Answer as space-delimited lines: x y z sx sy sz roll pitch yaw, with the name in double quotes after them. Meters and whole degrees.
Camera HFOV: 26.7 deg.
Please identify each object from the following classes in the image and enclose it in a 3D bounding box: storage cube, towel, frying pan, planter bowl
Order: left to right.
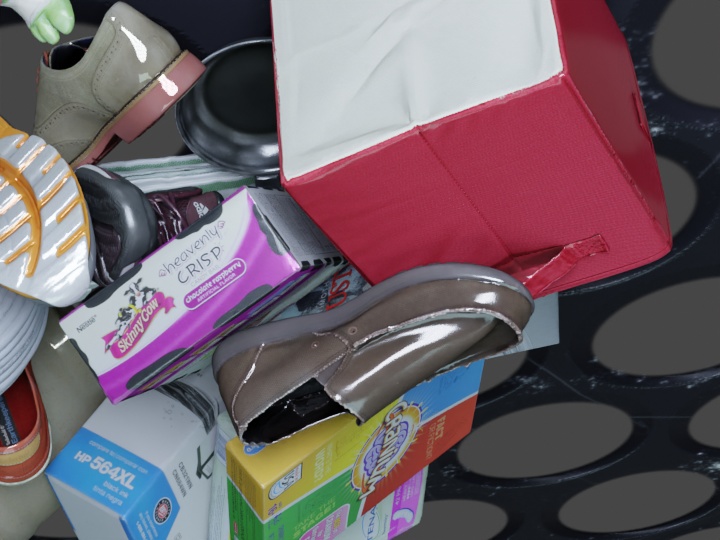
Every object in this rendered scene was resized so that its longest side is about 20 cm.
-0.261 0.085 1.143 0.134 0.201 0.201 -36 148 -2 "planter bowl"
-0.120 -0.028 1.129 0.147 0.031 0.201 -6 153 0 "towel"
-0.049 -0.085 1.005 0.114 0.031 0.191 -19 138 12 "frying pan"
0.063 -0.097 0.880 0.169 0.202 0.180 -19 143 20 "storage cube"

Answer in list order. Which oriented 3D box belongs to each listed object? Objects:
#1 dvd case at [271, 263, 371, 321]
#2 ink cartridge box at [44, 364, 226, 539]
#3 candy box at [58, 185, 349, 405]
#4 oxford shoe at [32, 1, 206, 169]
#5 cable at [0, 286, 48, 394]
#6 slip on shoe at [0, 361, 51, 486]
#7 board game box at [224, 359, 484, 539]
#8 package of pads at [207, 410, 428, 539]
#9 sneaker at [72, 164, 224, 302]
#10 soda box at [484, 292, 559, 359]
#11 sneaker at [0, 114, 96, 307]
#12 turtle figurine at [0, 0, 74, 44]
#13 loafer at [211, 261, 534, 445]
0.000 0.000 1.033 0.198 0.147 0.022 -24 122 26 "dvd case"
-0.129 0.134 1.153 0.084 0.200 0.147 22 147 28 "ink cartridge box"
-0.088 0.011 0.934 0.136 0.061 0.200 -35 176 7 "candy box"
-0.175 -0.108 0.953 0.075 0.071 0.199 48 135 -14 "oxford shoe"
-0.297 0.010 0.966 0.197 0.202 0.070 1 141 -20 "cable"
-0.261 0.047 1.033 0.073 0.202 0.061 -19 163 -18 "slip on shoe"
-0.001 0.113 1.032 0.199 0.040 0.154 -35 153 -24 "board game box"
-0.029 0.156 1.160 0.199 0.068 0.156 -20 127 -42 "package of pads"
-0.132 -0.035 0.969 0.114 0.077 0.200 -17 -179 -23 "sneaker"
0.044 0.031 1.118 0.197 0.064 0.069 -11 125 -8 "soda box"
-0.211 -0.043 0.918 0.078 0.200 0.077 -36 144 -8 "sneaker"
-0.209 -0.147 0.747 0.193 0.146 0.199 -4 -161 -45 "turtle figurine"
0.009 0.057 0.869 0.198 0.072 0.073 -20 143 20 "loafer"
